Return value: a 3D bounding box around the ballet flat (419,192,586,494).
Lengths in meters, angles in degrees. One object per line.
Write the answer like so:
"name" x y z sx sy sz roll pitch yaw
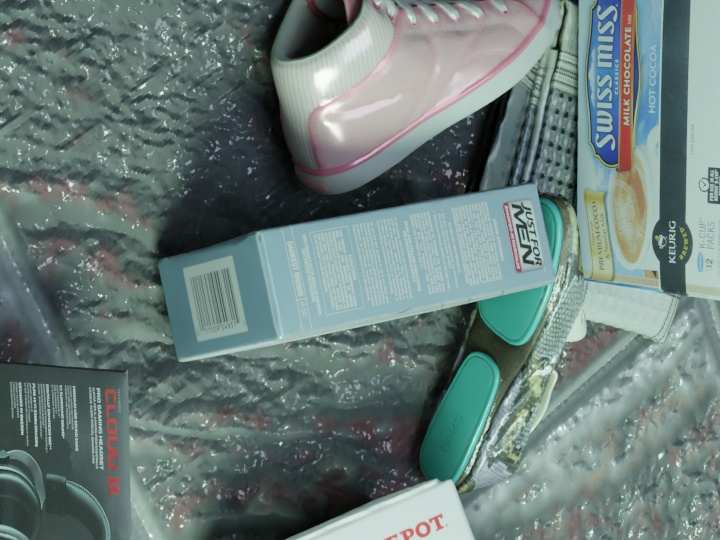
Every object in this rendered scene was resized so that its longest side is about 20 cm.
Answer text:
"ballet flat" 0.097 0.044 1.442 0.072 0.072 0.201 4 117 -40

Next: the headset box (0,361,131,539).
"headset box" -0.187 0.121 1.186 0.200 0.077 0.149 10 77 -57

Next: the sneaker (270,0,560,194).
"sneaker" 0.029 -0.138 1.368 0.200 0.075 0.105 -38 125 -24

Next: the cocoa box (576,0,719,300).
"cocoa box" 0.220 -0.090 1.465 0.133 0.131 0.201 -7 100 -41

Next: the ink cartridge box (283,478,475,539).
"ink cartridge box" 0.011 0.238 1.370 0.144 0.084 0.201 -20 88 -32

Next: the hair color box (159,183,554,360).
"hair color box" 0.000 0.000 1.338 0.200 0.099 0.061 -10 88 -39

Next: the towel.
"towel" 0.153 -0.065 1.512 0.200 0.034 0.193 18 87 -40
